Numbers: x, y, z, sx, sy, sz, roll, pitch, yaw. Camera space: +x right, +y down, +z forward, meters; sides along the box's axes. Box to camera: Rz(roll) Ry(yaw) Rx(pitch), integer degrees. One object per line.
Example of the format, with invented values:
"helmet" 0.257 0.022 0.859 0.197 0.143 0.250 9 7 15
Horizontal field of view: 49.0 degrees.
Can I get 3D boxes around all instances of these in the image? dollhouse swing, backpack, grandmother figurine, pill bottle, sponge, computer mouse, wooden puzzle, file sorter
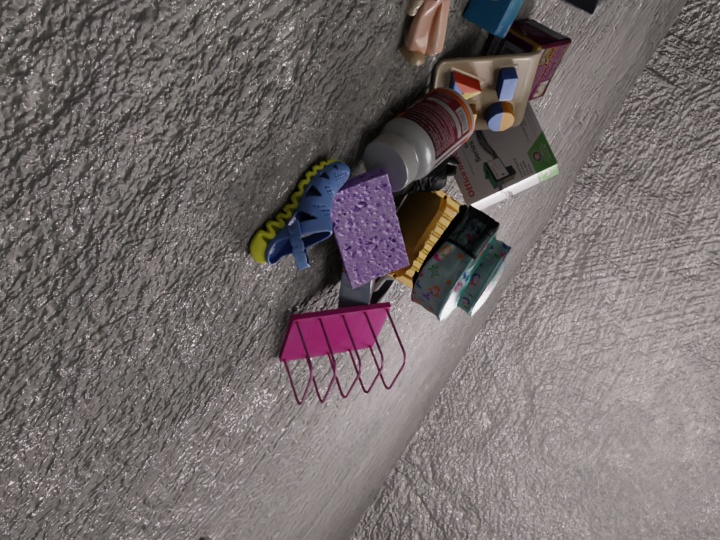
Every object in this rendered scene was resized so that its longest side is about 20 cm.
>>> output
"dollhouse swing" 0.138 -0.055 1.575 0.181 0.176 0.201 30 95 -35
"backpack" 0.188 0.001 1.518 0.200 0.150 0.178 -46 165 -20
"grandmother figurine" 0.114 -0.403 1.143 0.122 0.060 0.201 -52 166 -39
"pill bottle" 0.098 -0.221 1.330 0.200 0.109 0.110 -41 157 -37
"sponge" 0.011 -0.067 1.311 0.110 0.030 0.201 -21 130 -5
"computer mouse" 0.059 0.024 1.763 0.201 0.044 0.110 -56 167 -17
"wooden puzzle" 0.223 -0.311 1.435 0.197 0.047 0.186 -10 149 -7
"file sorter" -0.032 0.161 1.474 0.198 0.126 0.140 -7 144 -24

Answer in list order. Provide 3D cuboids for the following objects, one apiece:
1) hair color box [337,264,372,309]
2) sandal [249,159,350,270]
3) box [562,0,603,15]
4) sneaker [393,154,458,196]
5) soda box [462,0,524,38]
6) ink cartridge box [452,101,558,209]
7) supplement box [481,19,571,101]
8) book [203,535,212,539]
"hair color box" 0.000 0.000 1.485 0.201 0.060 0.100 98 6 -53
"sandal" -0.074 -0.077 1.182 0.201 0.087 0.080 -54 160 -10
"box" 0.398 -0.570 1.381 0.200 0.123 0.198 -67 -179 -66
"sneaker" 0.115 -0.180 1.476 0.200 0.087 0.076 -40 157 -39
"soda box" 0.252 -0.497 1.313 0.064 0.068 0.201 -17 138 -63
"ink cartridge box" 0.281 -0.226 1.601 0.198 0.148 0.084 -25 168 12
"supplement box" 0.319 -0.415 1.566 0.199 0.103 0.132 -28 148 -53
"book" -0.395 0.698 1.769 0.200 0.048 0.134 -45 155 -25
